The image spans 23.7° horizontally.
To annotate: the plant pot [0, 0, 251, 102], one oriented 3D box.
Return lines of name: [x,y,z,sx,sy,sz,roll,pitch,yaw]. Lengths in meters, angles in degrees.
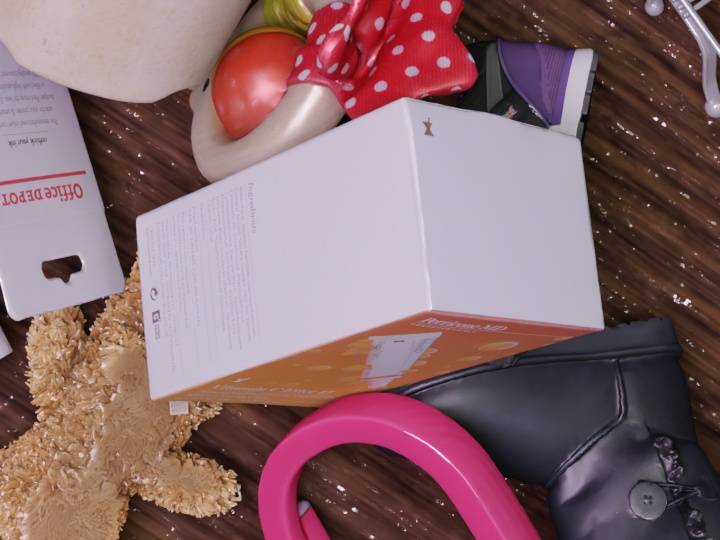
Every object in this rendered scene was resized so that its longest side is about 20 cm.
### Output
plant pot: [-0.101,-0.188,0.789,0.199,0.201,0.185,22,120,-9]

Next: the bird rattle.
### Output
bird rattle: [-0.025,-0.107,0.881,0.112,0.201,0.164,24,113,-37]

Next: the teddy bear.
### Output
teddy bear: [-0.122,0.070,0.920,0.144,0.067,0.202,22,80,-21]

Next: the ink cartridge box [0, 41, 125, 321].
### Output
ink cartridge box: [-0.196,-0.070,0.855,0.067,0.115,0.202,-17,90,23]

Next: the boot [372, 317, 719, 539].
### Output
boot: [0.109,0.123,0.923,0.198,0.077,0.170,-9,68,-16]

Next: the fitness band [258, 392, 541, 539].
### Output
fitness band: [0.030,0.157,0.908,0.143,0.037,0.201,-26,101,34]

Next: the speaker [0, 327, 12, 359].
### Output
speaker: [-0.257,-0.026,0.883,0.081,0.081,0.202,-27,95,-9]

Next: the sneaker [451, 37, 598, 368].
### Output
sneaker: [0.069,-0.039,0.928,0.086,0.076,0.202,12,56,7]

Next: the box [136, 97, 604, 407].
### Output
box: [0.000,0.000,0.836,0.124,0.199,0.099,7,71,-43]

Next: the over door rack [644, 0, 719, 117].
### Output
over door rack: [0.275,-0.120,0.978,0.147,0.067,0.201,-35,74,-9]
